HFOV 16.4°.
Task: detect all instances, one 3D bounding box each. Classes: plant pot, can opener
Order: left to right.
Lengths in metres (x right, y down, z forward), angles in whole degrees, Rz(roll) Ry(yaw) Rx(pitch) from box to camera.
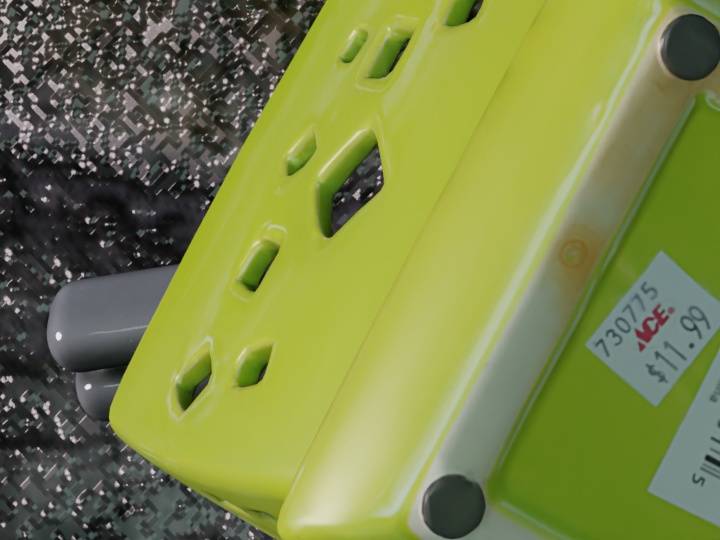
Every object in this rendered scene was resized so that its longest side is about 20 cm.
[{"bbox_3d":[0.000,0.000,0.803,0.199,0.053,0.067,-9,48,14],"label":"can opener"},{"bbox_3d":[0.074,0.017,0.664,0.198,0.181,0.201,29,89,-17],"label":"plant pot"}]
